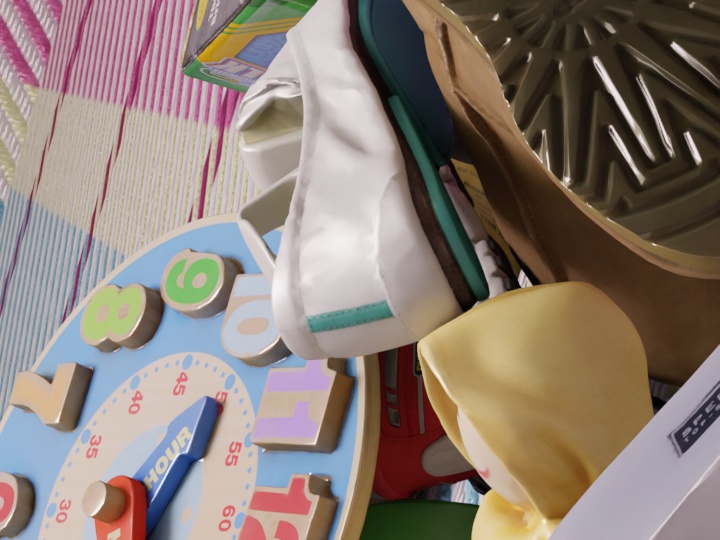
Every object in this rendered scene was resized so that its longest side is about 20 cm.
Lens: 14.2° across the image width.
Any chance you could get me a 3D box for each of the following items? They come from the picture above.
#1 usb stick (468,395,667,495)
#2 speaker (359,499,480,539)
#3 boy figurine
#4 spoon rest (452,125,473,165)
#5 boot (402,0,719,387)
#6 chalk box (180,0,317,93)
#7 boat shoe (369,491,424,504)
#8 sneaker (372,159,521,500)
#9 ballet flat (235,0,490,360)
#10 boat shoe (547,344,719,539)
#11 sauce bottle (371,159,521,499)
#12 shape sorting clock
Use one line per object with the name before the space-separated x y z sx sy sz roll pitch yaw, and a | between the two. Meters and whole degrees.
usb stick | 0.071 0.060 0.928 0.055 0.033 0.200 -65 13 -1
speaker | 0.018 0.174 0.870 0.088 0.088 0.200 131 147 -61
boy figurine | 0.051 0.105 0.766 0.124 0.064 0.200 -132 37 -73
spoon rest | 0.091 -0.119 1.031 0.200 0.061 0.099 -64 11 -18
boot | 0.078 -0.022 0.795 0.175 0.066 0.200 54 176 34
chalk box | 0.004 -0.135 1.239 0.200 0.124 0.124 153 131 -73
boat shoe | -0.016 0.121 1.163 0.200 0.072 0.068 -53 56 37
sneaker | 0.000 0.000 0.934 0.077 0.085 0.200 64 179 -34
ballet flat | -0.007 -0.034 0.846 0.200 0.069 0.069 -97 27 -63
boat shoe | 0.123 0.031 0.673 0.200 0.065 0.074 -46 15 20
sauce bottle | 0.026 -0.005 1.038 0.200 0.066 0.066 -69 6 -46
shape sorting clock | -0.067 0.075 0.882 0.200 0.039 0.200 -25 51 36
